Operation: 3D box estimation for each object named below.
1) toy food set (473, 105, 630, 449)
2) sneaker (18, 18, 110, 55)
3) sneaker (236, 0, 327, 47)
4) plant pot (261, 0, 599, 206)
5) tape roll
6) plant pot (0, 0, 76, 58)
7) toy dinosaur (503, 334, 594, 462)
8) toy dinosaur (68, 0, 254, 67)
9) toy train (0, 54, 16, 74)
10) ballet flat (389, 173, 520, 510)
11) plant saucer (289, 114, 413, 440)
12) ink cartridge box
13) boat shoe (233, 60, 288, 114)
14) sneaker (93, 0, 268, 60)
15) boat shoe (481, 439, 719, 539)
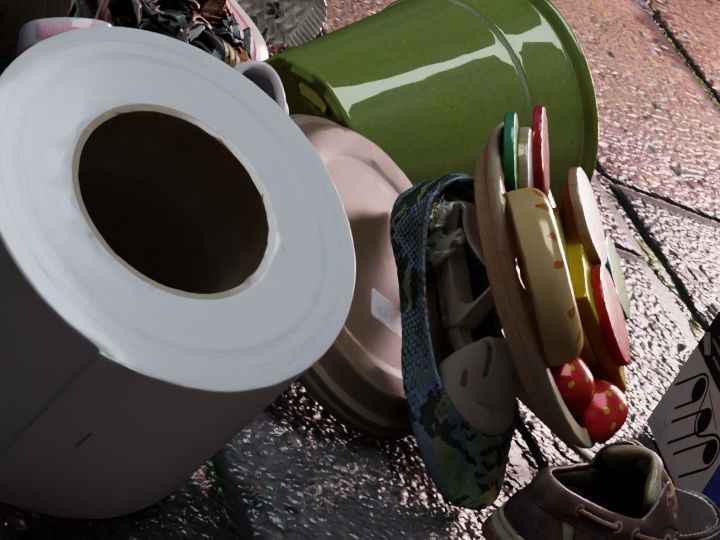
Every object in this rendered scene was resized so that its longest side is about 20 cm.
[{"bbox_3d":[0.112,0.002,1.574,0.198,0.049,0.200,-91,160,-46],"label":"toy food set"},{"bbox_3d":[-0.164,-0.072,1.601,0.075,0.105,0.200,-4,-10,-2],"label":"sneaker"},{"bbox_3d":[-0.120,-0.233,2.043,0.200,0.070,0.100,30,15,-13],"label":"sneaker"},{"bbox_3d":[0.017,-0.087,1.775,0.190,0.200,0.200,-16,49,-44],"label":"plant pot"},{"bbox_3d":[-0.122,0.001,1.336,0.203,0.139,0.203,20,49,-25],"label":"tape roll"},{"bbox_3d":[-0.224,-0.182,1.586,0.201,0.201,0.093,6,57,-46],"label":"plant pot"},{"bbox_3d":[0.094,0.057,1.689,0.200,0.058,0.101,59,-2,-22],"label":"toy dinosaur"},{"bbox_3d":[-0.117,-0.143,1.768,0.136,0.102,0.200,26,28,-35],"label":"toy dinosaur"},{"bbox_3d":[-0.296,-0.158,1.688,0.200,0.042,0.056,12,39,-38],"label":"toy train"},{"bbox_3d":[0.059,0.034,1.570,0.074,0.074,0.200,9,61,-43],"label":"ballet flat"},{"bbox_3d":[0.000,0.000,1.597,0.200,0.029,0.200,38,41,-43],"label":"plant saucer"},{"bbox_3d":[0.240,0.117,1.703,0.044,0.094,0.200,22,23,-21],"label":"ink cartridge box"},{"bbox_3d":[-0.076,-0.017,1.478,0.074,0.200,0.065,6,-14,-14],"label":"boat shoe"},{"bbox_3d":[-0.153,-0.199,1.902,0.105,0.075,0.200,9,34,-53],"label":"sneaker"},{"bbox_3d":[0.154,0.135,1.582,0.200,0.072,0.072,6,32,-47],"label":"boat shoe"}]
